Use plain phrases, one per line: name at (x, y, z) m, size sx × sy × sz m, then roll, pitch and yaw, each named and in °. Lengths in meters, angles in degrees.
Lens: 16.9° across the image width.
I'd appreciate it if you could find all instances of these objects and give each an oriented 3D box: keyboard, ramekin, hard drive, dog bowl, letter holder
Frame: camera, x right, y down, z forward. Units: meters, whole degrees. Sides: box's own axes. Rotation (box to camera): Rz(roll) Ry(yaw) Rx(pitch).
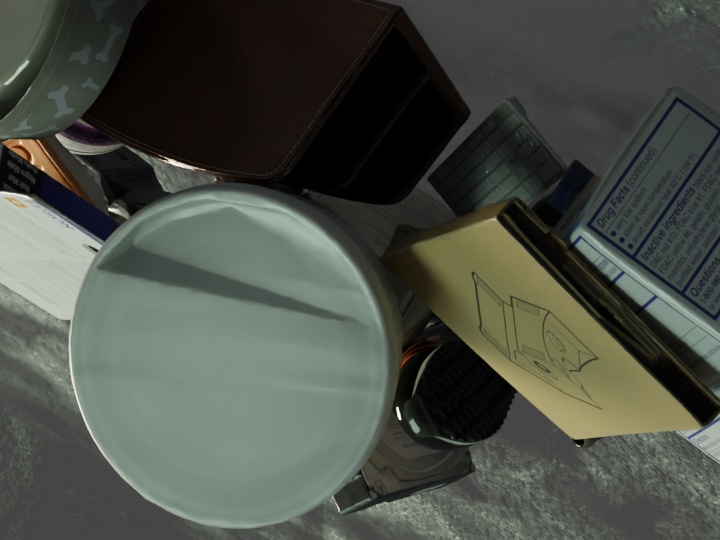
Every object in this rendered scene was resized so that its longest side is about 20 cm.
keyboard at (0.083, -0.059, 1.505) m, size 0.056 × 0.011 × 0.200 m, roll 56°, pitch 164°, yaw 3°
ramekin at (-0.065, 0.042, 1.435) m, size 0.202 × 0.203 × 0.094 m, roll 35°, pitch -162°, yaw 6°
hard drive at (-0.001, 0.063, 1.698) m, size 0.038 × 0.139 × 0.201 m, roll -30°, pitch 77°, yaw 32°
dog bowl at (-0.209, -0.174, 1.520) m, size 0.058 × 0.202 × 0.199 m, roll 15°, pitch 180°, yaw -39°
letter holder at (-0.060, -0.097, 1.490) m, size 0.199 × 0.143 × 0.101 m, roll 20°, pitch 157°, yaw 43°

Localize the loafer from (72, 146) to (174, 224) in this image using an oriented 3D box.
loafer at (-0.153, -0.022, 1.727) m, size 0.072 × 0.073 × 0.200 m, roll 0°, pitch -151°, yaw -38°

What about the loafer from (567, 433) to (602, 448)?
loafer at (0.124, 0.055, 1.623) m, size 0.200 × 0.063 × 0.072 m, roll 42°, pitch 176°, yaw -40°

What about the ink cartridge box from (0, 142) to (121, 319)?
ink cartridge box at (-0.200, -0.022, 1.597) m, size 0.199 × 0.041 × 0.199 m, roll 4°, pitch 156°, yaw 45°

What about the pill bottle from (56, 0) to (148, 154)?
pill bottle at (-0.178, -0.143, 1.661) m, size 0.112 × 0.113 × 0.200 m, roll 40°, pitch 164°, yaw -11°

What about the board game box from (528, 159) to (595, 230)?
board game box at (0.183, 0.020, 1.497) m, size 0.200 × 0.035 × 0.135 m, roll 38°, pitch 163°, yaw -2°

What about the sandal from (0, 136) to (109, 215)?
sandal at (-0.248, -0.084, 1.628) m, size 0.079 × 0.059 × 0.207 m, roll -24°, pitch 116°, yaw 38°

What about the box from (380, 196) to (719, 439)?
box at (0.103, 0.032, 1.354) m, size 0.163 × 0.021 × 0.200 m, roll 44°, pitch 164°, yaw -8°

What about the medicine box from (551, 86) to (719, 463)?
medicine box at (0.202, 0.018, 1.331) m, size 0.199 × 0.103 × 0.182 m, roll 37°, pitch 164°, yaw 1°

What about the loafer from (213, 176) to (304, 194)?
loafer at (-0.071, -0.059, 1.772) m, size 0.072 × 0.072 × 0.200 m, roll 9°, pitch 174°, yaw -12°

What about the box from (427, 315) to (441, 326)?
box at (0.021, 0.025, 1.842) m, size 0.199 × 0.035 × 0.110 m, roll 23°, pitch 158°, yaw 40°

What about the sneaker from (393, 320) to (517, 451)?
sneaker at (0.050, 0.081, 1.632) m, size 0.090 × 0.200 × 0.070 m, roll -24°, pitch 98°, yaw 25°

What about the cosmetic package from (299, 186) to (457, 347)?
cosmetic package at (0.000, 0.000, 1.563) m, size 0.103 × 0.088 × 0.200 m, roll 34°, pitch -164°, yaw 8°
